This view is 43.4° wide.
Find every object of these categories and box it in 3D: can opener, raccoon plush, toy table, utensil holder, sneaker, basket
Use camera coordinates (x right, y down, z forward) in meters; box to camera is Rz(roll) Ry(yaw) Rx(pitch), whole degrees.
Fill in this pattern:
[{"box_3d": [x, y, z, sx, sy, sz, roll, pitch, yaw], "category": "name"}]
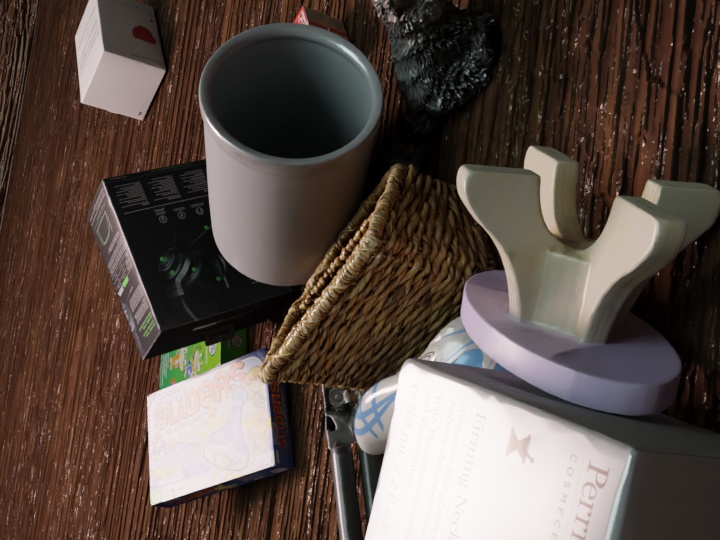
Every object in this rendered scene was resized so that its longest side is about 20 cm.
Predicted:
[{"box_3d": [-0.003, 0.190, 0.867, 0.067, 0.052, 0.204, 95, 169, -63], "category": "can opener"}, {"box_3d": [0.040, -0.184, 0.821, 0.096, 0.132, 0.204, 33, 108, 54], "category": "raccoon plush"}, {"box_3d": [0.139, -0.004, 0.588, 0.200, 0.180, 0.120, 39, 125, 58], "category": "toy table"}, {"box_3d": [-0.072, -0.105, 0.885, 0.201, 0.166, 0.173, 103, 159, -56], "category": "utensil holder"}, {"box_3d": [0.055, 0.114, 0.768, 0.200, 0.071, 0.074, -49, 50, 42], "category": "sneaker"}, {"box_3d": [0.000, 0.000, 0.815, 0.201, 0.147, 0.145, -51, 42, 37], "category": "basket"}]

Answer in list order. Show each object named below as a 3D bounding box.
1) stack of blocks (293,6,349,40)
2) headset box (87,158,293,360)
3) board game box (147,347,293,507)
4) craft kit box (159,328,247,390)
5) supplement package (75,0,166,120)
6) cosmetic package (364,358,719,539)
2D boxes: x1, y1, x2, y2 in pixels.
[{"box_3d": [-0.081, -0.193, 1.081, 0.201, 0.058, 0.117, -52, 41, 35], "category": "stack of blocks"}, {"box_3d": [-0.195, -0.013, 1.046, 0.093, 0.172, 0.203, -43, 68, 53], "category": "headset box"}, {"box_3d": [-0.169, 0.187, 1.059, 0.197, 0.034, 0.138, -24, 61, 29], "category": "board game box"}, {"box_3d": [-0.209, 0.181, 1.181, 0.196, 0.048, 0.204, -28, 57, 47], "category": "craft kit box"}, {"box_3d": [-0.438, -0.394, 1.641, 0.120, 0.119, 0.202, -52, 41, 34], "category": "supplement package"}, {"box_3d": [0.125, 0.164, 0.553, 0.199, 0.164, 0.171, 14, 92, 56], "category": "cosmetic package"}]
